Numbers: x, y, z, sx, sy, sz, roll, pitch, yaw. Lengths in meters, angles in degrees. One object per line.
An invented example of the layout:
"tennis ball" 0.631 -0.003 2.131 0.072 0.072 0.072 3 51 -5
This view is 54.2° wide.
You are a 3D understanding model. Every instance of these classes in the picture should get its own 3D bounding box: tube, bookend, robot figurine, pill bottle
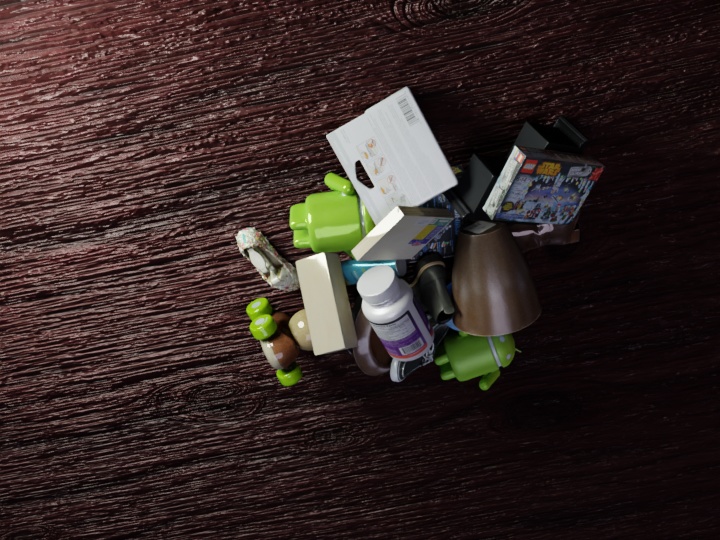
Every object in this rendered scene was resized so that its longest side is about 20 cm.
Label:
"tube" 0.000 0.000 1.502 0.199 0.051 0.078 -9 128 31
"bookend" 0.289 -0.195 1.328 0.199 0.092 0.199 1 130 -31
"robot figurine" -0.036 -0.098 1.379 0.198 0.116 0.176 -8 124 2
"robot figurine" 0.274 0.189 1.662 0.199 0.116 0.176 -20 105 10
"pill bottle" 0.070 0.086 1.451 0.111 0.112 0.200 -22 129 11

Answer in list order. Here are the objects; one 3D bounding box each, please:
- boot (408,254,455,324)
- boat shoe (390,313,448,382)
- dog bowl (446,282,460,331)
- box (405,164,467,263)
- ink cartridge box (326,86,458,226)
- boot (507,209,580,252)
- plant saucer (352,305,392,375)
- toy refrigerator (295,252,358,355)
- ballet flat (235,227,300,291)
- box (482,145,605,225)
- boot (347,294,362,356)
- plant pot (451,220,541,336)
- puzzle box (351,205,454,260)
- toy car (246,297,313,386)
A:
"boot" 0.151 0.076 1.515 0.077 0.139 0.200 -11 150 -7
"boat shoe" 0.138 0.178 1.585 0.068 0.199 0.074 12 130 34
"dog bowl" 0.268 0.092 1.589 0.199 0.112 0.050 9 145 -17
"box" 0.138 -0.110 1.447 0.158 0.046 0.201 -9 130 0
"ink cartridge box" 0.060 -0.208 1.302 0.173 0.044 0.201 -28 102 10
"boot" 0.353 -0.106 1.472 0.199 0.064 0.187 -11 128 9
"plant saucer" 0.059 0.137 1.560 0.032 0.201 0.201 10 142 39
"toy refrigerator" -0.069 0.069 1.471 0.075 0.201 0.070 -17 170 25
"ballet flat" -0.193 -0.007 1.481 0.075 0.064 0.200 -31 127 17
"box" 0.338 -0.153 1.297 0.199 0.040 0.137 1 129 -29
"boot" 0.016 0.147 1.582 0.069 0.132 0.201 0 132 39
"plant pot" 0.261 0.000 1.434 0.186 0.187 0.201 -13 113 4
"puzzle box" 0.085 -0.070 1.353 0.133 0.025 0.199 -44 159 27
"toy car" -0.125 0.125 1.555 0.199 0.158 0.165 -26 118 -2
